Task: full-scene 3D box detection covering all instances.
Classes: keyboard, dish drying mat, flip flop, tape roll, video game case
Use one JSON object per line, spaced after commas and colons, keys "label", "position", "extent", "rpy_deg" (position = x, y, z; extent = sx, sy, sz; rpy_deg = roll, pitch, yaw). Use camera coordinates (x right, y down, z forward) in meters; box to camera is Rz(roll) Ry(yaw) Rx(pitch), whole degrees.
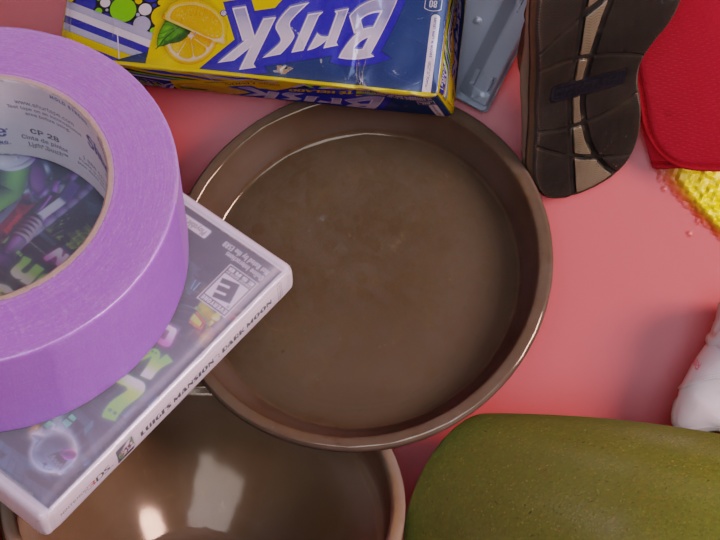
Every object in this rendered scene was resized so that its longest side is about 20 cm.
{"label": "keyboard", "position": [0.084, -0.180, 0.957], "extent": [0.056, 0.011, 0.200], "rpy_deg": [32, 113, 12]}
{"label": "dish drying mat", "position": [0.160, -0.141, 0.931], "extent": [0.077, 0.018, 0.200], "rpy_deg": [0, 119, 34]}
{"label": "flip flop", "position": [0.112, -0.121, 0.926], "extent": [0.081, 0.200, 0.058], "rpy_deg": [-13, 50, -12]}
{"label": "tape roll", "position": [-0.185, -0.023, 0.899], "extent": [0.200, 0.066, 0.200], "rpy_deg": [-1, 56, 1]}
{"label": "video game case", "position": [-0.167, 0.010, 0.928], "extent": [0.200, 0.023, 0.182], "rpy_deg": [34, 63, 20]}

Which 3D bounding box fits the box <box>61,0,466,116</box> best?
{"label": "box", "position": [-0.049, -0.126, 0.957], "extent": [0.200, 0.064, 0.070], "rpy_deg": [7, 87, 11]}

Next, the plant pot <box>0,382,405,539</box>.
{"label": "plant pot", "position": [-0.081, 0.140, 0.937], "extent": [0.201, 0.201, 0.093], "rpy_deg": [11, 131, 2]}

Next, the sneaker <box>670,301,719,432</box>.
{"label": "sneaker", "position": [0.249, 0.103, 0.964], "extent": [0.200, 0.078, 0.099], "rpy_deg": [35, 100, 8]}

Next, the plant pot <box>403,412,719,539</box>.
{"label": "plant pot", "position": [0.128, 0.147, 0.909], "extent": [0.200, 0.187, 0.187], "rpy_deg": [22, 91, 32]}

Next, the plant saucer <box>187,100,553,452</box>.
{"label": "plant saucer", "position": [0.000, 0.000, 0.958], "extent": [0.200, 0.029, 0.200], "rpy_deg": [-3, 69, 7]}
